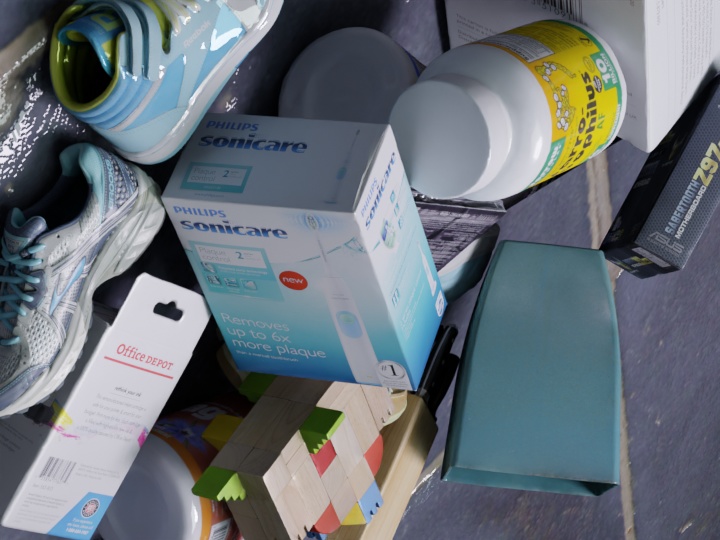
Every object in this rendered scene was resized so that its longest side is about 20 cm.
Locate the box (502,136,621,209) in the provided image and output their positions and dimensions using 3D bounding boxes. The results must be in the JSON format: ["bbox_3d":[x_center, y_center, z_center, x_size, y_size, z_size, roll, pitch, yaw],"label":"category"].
[{"bbox_3d":[0.191,-0.121,1.894,0.200,0.036,0.143,-30,170,-7],"label":"box"}]

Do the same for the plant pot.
[{"bbox_3d":[0.149,0.082,1.901,0.141,0.141,0.201,97,-2,-80],"label":"plant pot"}]

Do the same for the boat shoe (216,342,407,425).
[{"bbox_3d":[-0.025,0.074,1.761,0.200,0.073,0.063,18,120,-43],"label":"boat shoe"}]

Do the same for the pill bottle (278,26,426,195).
[{"bbox_3d":[0.029,-0.101,1.708,0.114,0.114,0.200,-59,150,0],"label":"pill bottle"}]

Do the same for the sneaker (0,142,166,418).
[{"bbox_3d":[-0.218,0.002,1.487,0.086,0.077,0.200,43,72,-48],"label":"sneaker"}]

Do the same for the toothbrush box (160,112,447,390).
[{"bbox_3d":[-0.035,-0.013,1.569,0.200,0.146,0.086,72,31,-48],"label":"toothbrush box"}]

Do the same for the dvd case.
[{"bbox_3d":[0.000,0.000,1.732,0.148,0.016,0.200,3,144,-46],"label":"dvd case"}]

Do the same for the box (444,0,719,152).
[{"bbox_3d":[0.176,-0.232,1.725,0.131,0.199,0.200,-47,149,-26],"label":"box"}]

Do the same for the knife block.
[{"bbox_3d":[0.029,0.141,1.871,0.175,0.200,0.064,-26,146,2],"label":"knife block"}]

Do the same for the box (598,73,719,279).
[{"bbox_3d":[0.264,-0.075,1.834,0.158,0.051,0.200,-61,-178,-2],"label":"box"}]

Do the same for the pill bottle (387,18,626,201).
[{"bbox_3d":[0.104,-0.113,1.603,0.200,0.113,0.113,-24,136,-56],"label":"pill bottle"}]

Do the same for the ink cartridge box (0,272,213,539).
[{"bbox_3d":[-0.197,0.085,1.576,0.200,0.068,0.115,-61,152,2],"label":"ink cartridge box"}]

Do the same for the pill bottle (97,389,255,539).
[{"bbox_3d":[-0.107,0.155,1.734,0.200,0.112,0.113,-19,131,-50],"label":"pill bottle"}]

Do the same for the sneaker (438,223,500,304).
[{"bbox_3d":[0.051,0.006,1.877,0.200,0.074,0.082,-14,123,-51],"label":"sneaker"}]

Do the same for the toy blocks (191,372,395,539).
[{"bbox_3d":[-0.032,0.146,1.675,0.200,0.100,0.137,-52,136,-35],"label":"toy blocks"}]

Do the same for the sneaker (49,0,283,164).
[{"bbox_3d":[-0.126,-0.171,1.449,0.201,0.079,0.130,-61,151,2],"label":"sneaker"}]
